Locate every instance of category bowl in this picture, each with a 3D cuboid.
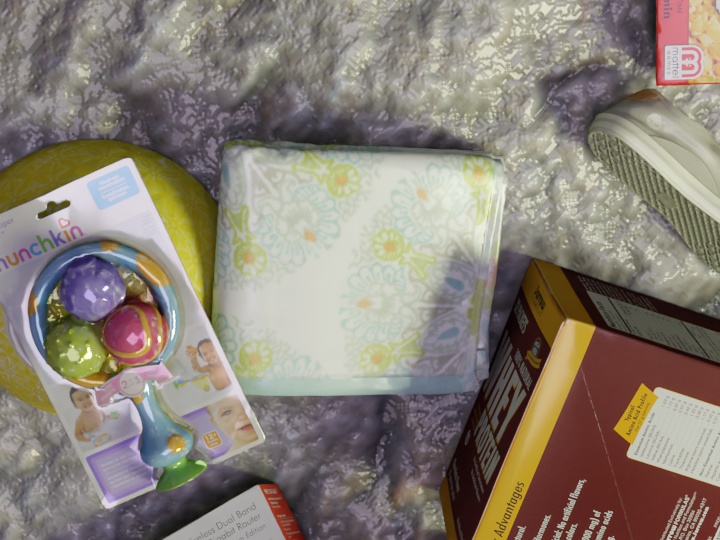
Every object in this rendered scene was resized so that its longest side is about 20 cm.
[{"bbox_3d":[-0.183,0.019,0.866,0.199,0.108,0.201,0,106,-1],"label":"bowl"}]

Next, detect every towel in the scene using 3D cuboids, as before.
[{"bbox_3d":[0.000,0.000,0.879,0.199,0.048,0.172,1,105,-15],"label":"towel"}]

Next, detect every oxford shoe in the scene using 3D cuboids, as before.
[{"bbox_3d":[0.239,-0.050,0.880,0.200,0.075,0.058,42,73,-13],"label":"oxford shoe"}]

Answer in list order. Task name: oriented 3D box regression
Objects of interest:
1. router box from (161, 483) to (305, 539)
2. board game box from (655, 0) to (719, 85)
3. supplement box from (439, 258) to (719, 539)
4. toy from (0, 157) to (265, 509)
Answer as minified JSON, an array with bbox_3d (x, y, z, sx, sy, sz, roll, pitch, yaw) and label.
[{"bbox_3d":[-0.110,0.280,0.935,0.200,0.049,0.180,-31,76,7],"label":"router box"},{"bbox_3d":[0.288,-0.198,0.822,0.199,0.046,0.152,-1,106,13],"label":"board game box"},{"bbox_3d":[0.183,0.128,0.893,0.199,0.133,0.198,18,106,-7],"label":"supplement box"},{"bbox_3d":[-0.150,0.047,0.794,0.115,0.047,0.201,-23,106,4],"label":"toy"}]
